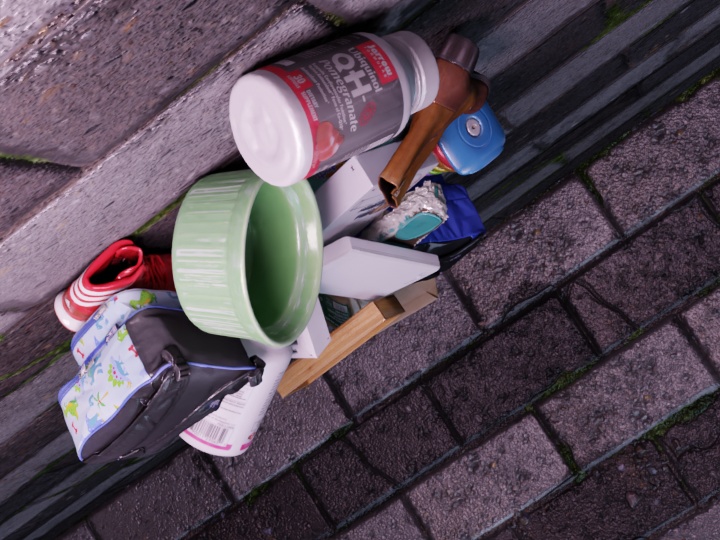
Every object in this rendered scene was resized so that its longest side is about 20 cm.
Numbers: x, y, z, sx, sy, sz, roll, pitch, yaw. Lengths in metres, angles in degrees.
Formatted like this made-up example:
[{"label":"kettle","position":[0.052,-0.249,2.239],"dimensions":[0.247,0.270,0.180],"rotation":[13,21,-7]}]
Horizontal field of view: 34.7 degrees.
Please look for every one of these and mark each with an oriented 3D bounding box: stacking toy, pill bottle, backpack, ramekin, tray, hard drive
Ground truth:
[{"label":"stacking toy","position":[0.103,-0.178,1.669],"dimensions":[0.116,0.110,0.199],"rotation":[-39,-168,-34]},{"label":"pill bottle","position":[-0.153,0.121,1.447],"dimensions":[0.201,0.113,0.113],"rotation":[-63,162,18]},{"label":"backpack","position":[-0.248,0.122,1.333],"dimensions":[0.200,0.148,0.182],"rotation":[-44,153,23]},{"label":"backpack","position":[0.054,-0.060,1.748],"dimensions":[0.199,0.169,0.163],"rotation":[-15,157,-37]},{"label":"ramekin","position":[-0.125,-0.018,1.282],"dimensions":[0.097,0.202,0.200],"rotation":[2,-173,23]},{"label":"tray","position":[-0.033,0.109,1.691],"dimensions":[0.200,0.037,0.099],"rotation":[-39,172,19]},{"label":"hard drive","position":[0.000,0.000,1.573],"dimensions":[0.131,0.027,0.199],"rotation":[-26,158,33]},{"label":"pill bottle","position":[-0.020,-0.166,1.119],"dimensions":[0.199,0.111,0.111],"rotation":[-29,171,-34]}]

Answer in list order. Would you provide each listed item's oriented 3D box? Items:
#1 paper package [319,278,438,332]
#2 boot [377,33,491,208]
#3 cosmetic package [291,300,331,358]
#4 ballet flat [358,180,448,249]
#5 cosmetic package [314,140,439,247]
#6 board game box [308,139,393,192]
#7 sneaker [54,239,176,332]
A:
[{"label":"paper package","position":[0.000,0.007,1.916],"dimensions":[0.190,0.199,0.104],"rotation":[-29,127,-26]},{"label":"boot","position":[0.091,-0.163,1.403],"dimensions":[0.188,0.068,0.201],"rotation":[67,48,-82]},{"label":"cosmetic package","position":[-0.107,0.018,1.491],"dimensions":[0.082,0.202,0.051],"rotation":[-3,-153,27]},{"label":"ballet flat","position":[0.054,-0.062,1.578],"dimensions":[0.071,0.072,0.200],"rotation":[-26,175,-42]},{"label":"cosmetic package","position":[-0.011,-0.091,1.505],"dimensions":[0.150,0.052,0.200],"rotation":[-21,166,-48]},{"label":"board game box","position":[-0.028,-0.127,1.563],"dimensions":[0.151,0.045,0.200],"rotation":[-33,171,-3]},{"label":"sneaker","position":[-0.253,0.009,1.360],"dimensions":[0.199,0.079,0.115],"rotation":[-27,171,-46]}]
